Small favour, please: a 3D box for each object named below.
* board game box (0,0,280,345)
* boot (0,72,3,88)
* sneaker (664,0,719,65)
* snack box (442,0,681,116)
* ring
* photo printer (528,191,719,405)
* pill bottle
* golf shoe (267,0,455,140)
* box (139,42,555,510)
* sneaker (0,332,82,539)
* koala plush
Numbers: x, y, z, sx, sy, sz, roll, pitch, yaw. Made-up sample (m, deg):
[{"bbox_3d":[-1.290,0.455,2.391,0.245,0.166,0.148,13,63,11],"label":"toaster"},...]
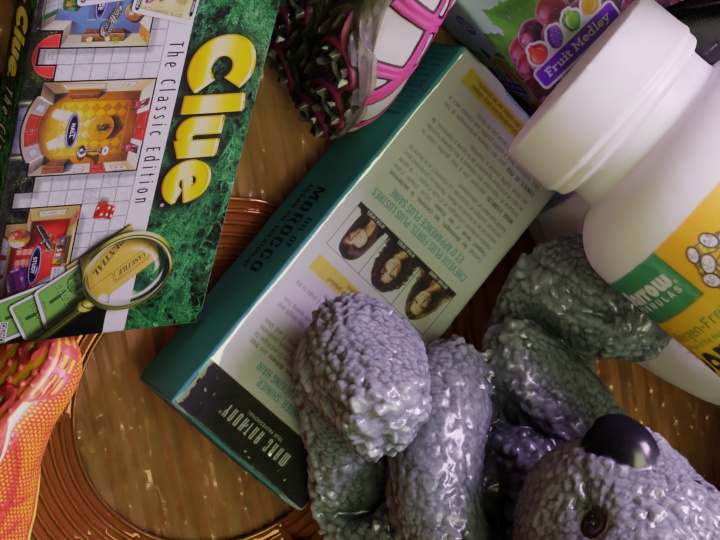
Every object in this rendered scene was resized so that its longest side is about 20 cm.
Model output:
[{"bbox_3d":[-0.092,-0.060,0.725,0.105,0.023,0.200,-8,129,-34],"label":"board game box"},{"bbox_3d":[-0.173,-0.073,0.748,0.154,0.073,0.204,-24,116,-16],"label":"boot"},{"bbox_3d":[0.221,-0.065,0.816,0.200,0.076,0.116,-3,104,-19],"label":"sneaker"},{"bbox_3d":[0.108,-0.186,0.833,0.200,0.053,0.142,-46,111,-6],"label":"snack box"},{"bbox_3d":[-0.065,0.066,0.847,0.200,0.019,0.201,-4,103,-18],"label":"ring"},{"bbox_3d":[0.183,-0.044,0.883,0.166,0.069,0.200,43,86,-23],"label":"photo printer"},{"bbox_3d":[0.161,-0.015,0.739,0.200,0.113,0.113,40,87,-2],"label":"pill bottle"},{"bbox_3d":[0.017,-0.120,0.752,0.092,0.200,0.073,-24,72,-23],"label":"golf shoe"},{"bbox_3d":[0.000,0.000,0.819,0.082,0.049,0.200,44,81,-25],"label":"box"},{"bbox_3d":[-0.173,0.110,0.800,0.077,0.073,0.200,26,100,-36],"label":"sneaker"},{"bbox_3d":[0.091,0.110,0.757,0.177,0.200,0.184,-17,120,-31],"label":"koala plush"}]
